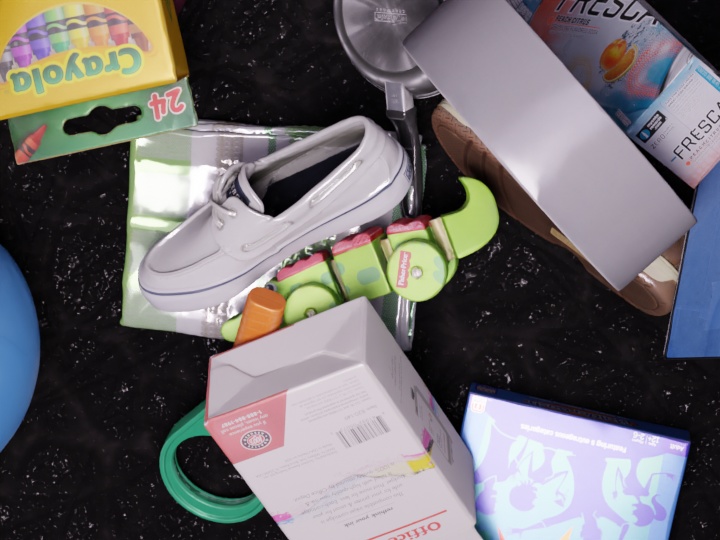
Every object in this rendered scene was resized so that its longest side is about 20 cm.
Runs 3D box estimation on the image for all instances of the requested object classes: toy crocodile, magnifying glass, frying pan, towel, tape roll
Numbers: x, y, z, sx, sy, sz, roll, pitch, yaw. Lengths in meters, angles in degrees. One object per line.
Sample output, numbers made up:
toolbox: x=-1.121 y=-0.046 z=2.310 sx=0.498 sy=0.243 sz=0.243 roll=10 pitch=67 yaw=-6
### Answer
toy crocodile: x=0.000 y=0.000 z=1.694 sx=0.199 sy=0.068 sz=0.062 roll=-22 pitch=94 yaw=13
magnifying glass: x=-0.082 y=0.090 z=1.714 sx=0.079 sy=0.022 sz=0.201 roll=21 pitch=132 yaw=4
frying pan: x=0.015 y=-0.134 z=1.689 sx=0.115 sy=0.031 sz=0.191 roll=32 pitch=117 yaw=24
towel: x=-0.059 y=-0.024 z=1.745 sx=0.198 sy=0.031 sz=0.150 roll=5 pitch=96 yaw=5
tape roll: x=0.113 y=-0.083 z=1.568 sx=0.066 sy=0.200 sz=0.200 roll=-42 pitch=92 yaw=5

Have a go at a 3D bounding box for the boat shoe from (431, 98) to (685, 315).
boat shoe: x=0.141 y=-0.059 z=1.712 sx=0.202 sy=0.075 sz=0.075 roll=40 pitch=73 yaw=2

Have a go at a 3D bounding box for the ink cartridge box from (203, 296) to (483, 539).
ink cartridge box: x=-0.002 y=0.123 z=1.678 sx=0.116 sy=0.068 sz=0.200 roll=-21 pitch=126 yaw=17

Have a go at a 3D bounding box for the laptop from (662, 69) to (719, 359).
laptop: x=0.306 y=-0.023 z=1.670 sx=0.199 sy=0.116 sz=0.189 roll=11 pitch=98 yaw=4

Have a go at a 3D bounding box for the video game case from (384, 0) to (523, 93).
video game case: x=0.034 y=-0.231 z=1.719 sx=0.142 sy=0.017 sz=0.201 roll=-29 pitch=94 yaw=8

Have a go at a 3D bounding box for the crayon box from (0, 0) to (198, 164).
crayon box: x=-0.182 y=-0.173 z=1.625 sx=0.126 sy=0.051 sz=0.201 roll=-12 pitch=98 yaw=8

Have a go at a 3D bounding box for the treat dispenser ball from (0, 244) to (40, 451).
treat dispenser ball: x=-0.306 y=0.049 z=1.687 sx=0.199 sy=0.201 sz=0.202 roll=1 pitch=97 yaw=5

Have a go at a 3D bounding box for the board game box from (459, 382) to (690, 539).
board game box: x=0.125 y=0.190 z=1.745 sx=0.151 sy=0.045 sz=0.201 roll=12 pitch=98 yaw=4

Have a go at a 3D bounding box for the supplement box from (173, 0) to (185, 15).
supplement box: x=-0.196 y=-0.238 z=1.694 sx=0.199 sy=0.103 sz=0.131 roll=31 pitch=99 yaw=1

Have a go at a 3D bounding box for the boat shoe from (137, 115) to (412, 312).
boat shoe: x=-0.066 y=-0.043 z=1.684 sx=0.199 sy=0.074 sz=0.065 roll=-30 pitch=138 yaw=12

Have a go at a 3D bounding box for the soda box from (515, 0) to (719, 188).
soda box: x=0.168 y=-0.131 z=1.624 sx=0.068 sy=0.200 sz=0.064 roll=35 pitch=101 yaw=-31
